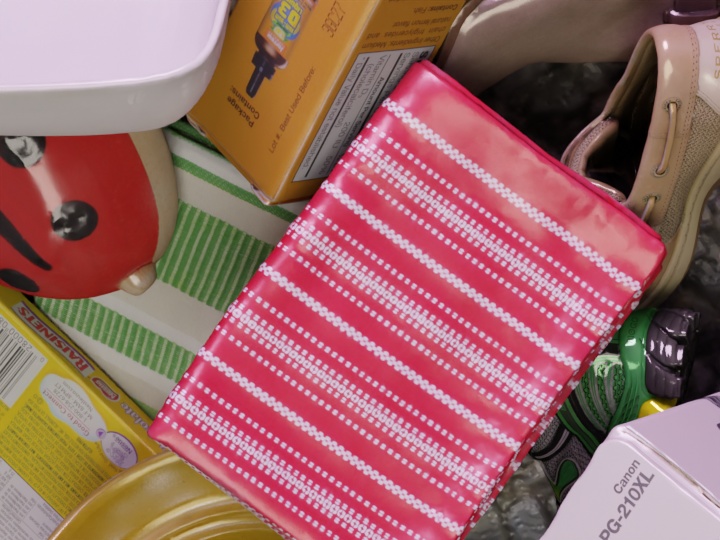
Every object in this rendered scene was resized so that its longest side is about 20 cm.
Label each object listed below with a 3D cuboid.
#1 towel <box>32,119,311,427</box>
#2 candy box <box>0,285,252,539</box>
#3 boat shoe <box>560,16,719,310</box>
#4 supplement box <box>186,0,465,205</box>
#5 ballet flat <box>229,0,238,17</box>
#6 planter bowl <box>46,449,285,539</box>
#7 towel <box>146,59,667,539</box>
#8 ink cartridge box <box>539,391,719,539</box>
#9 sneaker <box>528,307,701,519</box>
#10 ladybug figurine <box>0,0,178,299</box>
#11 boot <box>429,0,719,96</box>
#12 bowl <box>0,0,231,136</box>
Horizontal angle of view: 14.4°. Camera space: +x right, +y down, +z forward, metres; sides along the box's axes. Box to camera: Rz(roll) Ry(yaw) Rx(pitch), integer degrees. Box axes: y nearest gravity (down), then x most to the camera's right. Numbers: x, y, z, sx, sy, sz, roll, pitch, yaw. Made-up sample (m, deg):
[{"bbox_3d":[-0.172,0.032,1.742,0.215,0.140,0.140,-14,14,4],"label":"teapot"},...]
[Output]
[{"bbox_3d":[-0.085,0.021,1.322,0.152,0.023,0.201,26,128,19],"label":"towel"},{"bbox_3d":[-0.148,0.090,1.358,0.200,0.026,0.102,44,119,5],"label":"candy box"},{"bbox_3d":[0.118,-0.043,1.259,0.064,0.072,0.200,0,142,-21],"label":"boat shoe"},{"bbox_3d":[0.002,-0.125,1.193,0.067,0.069,0.201,47,123,26],"label":"supplement box"},{"bbox_3d":[-0.020,-0.176,1.214,0.068,0.063,0.201,24,119,-6],"label":"ballet flat"},{"bbox_3d":[-0.055,0.182,1.273,0.199,0.202,0.084,-12,147,10],"label":"planter bowl"},{"bbox_3d":[0.023,0.029,1.204,0.144,0.022,0.201,37,85,-12],"label":"towel"},{"bbox_3d":[0.151,0.131,1.255,0.084,0.200,0.145,40,115,22],"label":"ink cartridge box"},{"bbox_3d":[0.107,0.070,1.330,0.085,0.078,0.201,14,147,9],"label":"sneaker"},{"bbox_3d":[-0.166,-0.062,1.256,0.200,0.072,0.136,43,124,0],"label":"ladybug figurine"},{"bbox_3d":[0.103,-0.115,1.248,0.145,0.071,0.201,11,133,-17],"label":"boot"},{"bbox_3d":[-0.145,-0.136,1.183,0.198,0.201,0.075,1,148,3],"label":"bowl"}]
